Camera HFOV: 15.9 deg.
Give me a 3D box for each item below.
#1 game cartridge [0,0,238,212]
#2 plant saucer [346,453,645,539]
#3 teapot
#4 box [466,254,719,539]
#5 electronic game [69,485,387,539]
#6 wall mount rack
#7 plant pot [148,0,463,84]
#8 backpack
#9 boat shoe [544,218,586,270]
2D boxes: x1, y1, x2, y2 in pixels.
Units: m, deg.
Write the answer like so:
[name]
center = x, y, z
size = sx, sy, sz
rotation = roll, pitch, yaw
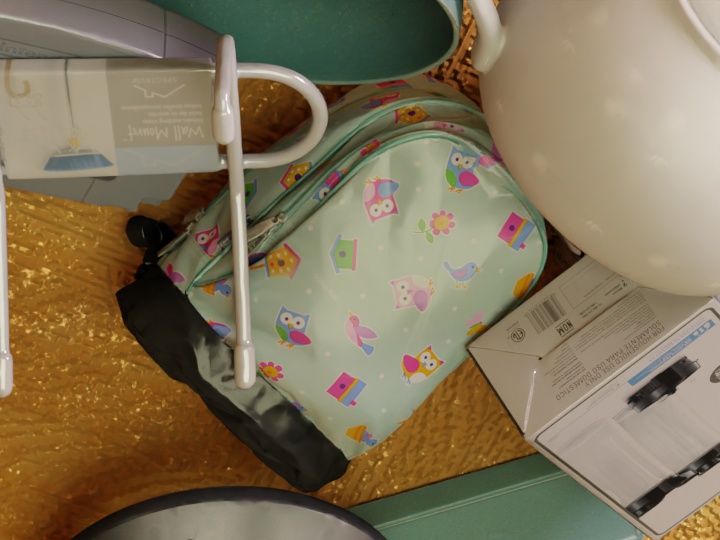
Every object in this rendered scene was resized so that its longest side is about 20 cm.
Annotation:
[game cartridge]
center = -0.164, -0.089, 1.191
size = 0.199, 0.042, 0.133
rotation = 12, 141, -20
[plant saucer]
center = 0.064, 0.145, 1.406
size = 0.199, 0.019, 0.070
rotation = -15, 114, -13
[teapot]
center = 0.157, -0.097, 1.161
size = 0.200, 0.198, 0.146
rotation = -28, 165, -47
[box]
center = 0.147, 0.057, 1.287
size = 0.117, 0.060, 0.200
rotation = -37, 150, 7
[electronic game]
center = -0.073, 0.180, 1.328
size = 0.199, 0.042, 0.200
rotation = -4, 135, -4
[wall mount rack]
center = -0.114, -0.028, 1.170
size = 0.199, 0.075, 0.174
rotation = -1, 135, 1
[plant pot]
center = -0.042, -0.183, 1.169
size = 0.200, 0.200, 0.135
rotation = 18, 73, -23
[backpack]
center = 0.000, 0.000, 1.267
size = 0.200, 0.127, 0.167
rotation = -43, 117, 4
[boat shoe]
center = 0.129, -0.022, 1.334
size = 0.064, 0.071, 0.200
rotation = -31, 117, -5
